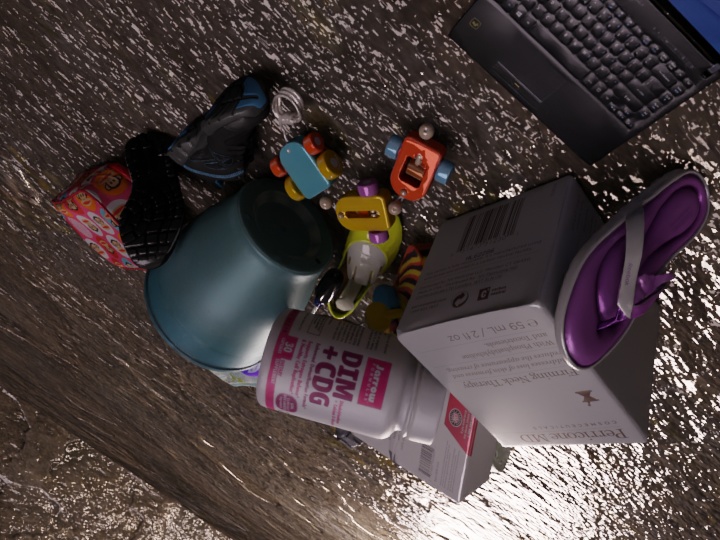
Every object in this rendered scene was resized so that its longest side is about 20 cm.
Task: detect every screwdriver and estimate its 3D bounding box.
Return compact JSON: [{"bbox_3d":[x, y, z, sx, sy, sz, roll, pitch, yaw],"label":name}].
[{"bbox_3d":[-0.061,0.054,0.780,0.027,0.029,0.201,17,144,-11],"label":"screwdriver"}]

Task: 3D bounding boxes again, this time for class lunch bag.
[{"bbox_3d":[-0.351,-0.064,0.860,0.198,0.082,0.177,2,136,47],"label":"lunch bag"}]

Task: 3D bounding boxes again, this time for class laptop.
[{"bbox_3d":[0.171,-0.154,0.406,0.176,0.104,0.200,38,143,-11],"label":"laptop"}]

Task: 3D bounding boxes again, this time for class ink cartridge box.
[{"bbox_3d":[0.085,0.191,0.793,0.198,0.084,0.148,21,110,39],"label":"ink cartridge box"}]

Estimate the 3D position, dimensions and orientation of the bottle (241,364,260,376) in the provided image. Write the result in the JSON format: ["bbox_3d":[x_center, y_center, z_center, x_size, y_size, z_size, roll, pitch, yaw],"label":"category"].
[{"bbox_3d":[-0.179,0.129,0.957,0.198,0.065,0.084,28,112,1],"label":"bottle"}]

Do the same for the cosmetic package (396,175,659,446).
[{"bbox_3d":[0.177,0.051,0.592,0.166,0.168,0.200,-20,123,45],"label":"cosmetic package"}]

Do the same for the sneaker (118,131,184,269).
[{"bbox_3d":[-0.249,-0.074,0.729,0.074,0.202,0.088,-8,145,-6],"label":"sneaker"}]

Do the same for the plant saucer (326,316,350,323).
[{"bbox_3d":[-0.028,0.153,0.962,0.197,0.033,0.202,19,143,15],"label":"plant saucer"}]

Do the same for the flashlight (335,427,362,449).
[{"bbox_3d":[-0.068,0.254,1.059,0.067,0.068,0.200,-32,117,20],"label":"flashlight"}]

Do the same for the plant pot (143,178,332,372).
[{"bbox_3d":[-0.137,-0.005,0.728,0.199,0.201,0.188,40,127,-15],"label":"plant pot"}]

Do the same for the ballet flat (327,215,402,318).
[{"bbox_3d":[0.000,0.000,0.731,0.066,0.068,0.201,23,144,-6],"label":"ballet flat"}]

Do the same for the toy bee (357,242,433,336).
[{"bbox_3d":[0.067,0.065,0.730,0.129,0.110,0.201,-19,150,-11],"label":"toy bee"}]

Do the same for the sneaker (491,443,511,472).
[{"bbox_3d":[0.143,0.231,0.911,0.145,0.081,0.201,5,141,41],"label":"sneaker"}]

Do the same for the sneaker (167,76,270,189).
[{"bbox_3d":[-0.144,-0.150,0.657,0.082,0.074,0.199,43,152,-23],"label":"sneaker"}]

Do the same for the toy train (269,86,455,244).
[{"bbox_3d":[-0.001,-0.116,0.614,0.198,0.056,0.152,26,130,12],"label":"toy train"}]

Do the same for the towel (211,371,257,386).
[{"bbox_3d":[-0.239,0.152,1.089,0.198,0.048,0.172,-11,128,41],"label":"towel"}]

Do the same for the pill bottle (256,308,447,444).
[{"bbox_3d":[-0.006,0.120,0.652,0.197,0.114,0.114,14,142,5],"label":"pill bottle"}]

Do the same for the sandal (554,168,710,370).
[{"bbox_3d":[0.225,-0.008,0.464,0.082,0.203,0.050,45,166,-20],"label":"sandal"}]
